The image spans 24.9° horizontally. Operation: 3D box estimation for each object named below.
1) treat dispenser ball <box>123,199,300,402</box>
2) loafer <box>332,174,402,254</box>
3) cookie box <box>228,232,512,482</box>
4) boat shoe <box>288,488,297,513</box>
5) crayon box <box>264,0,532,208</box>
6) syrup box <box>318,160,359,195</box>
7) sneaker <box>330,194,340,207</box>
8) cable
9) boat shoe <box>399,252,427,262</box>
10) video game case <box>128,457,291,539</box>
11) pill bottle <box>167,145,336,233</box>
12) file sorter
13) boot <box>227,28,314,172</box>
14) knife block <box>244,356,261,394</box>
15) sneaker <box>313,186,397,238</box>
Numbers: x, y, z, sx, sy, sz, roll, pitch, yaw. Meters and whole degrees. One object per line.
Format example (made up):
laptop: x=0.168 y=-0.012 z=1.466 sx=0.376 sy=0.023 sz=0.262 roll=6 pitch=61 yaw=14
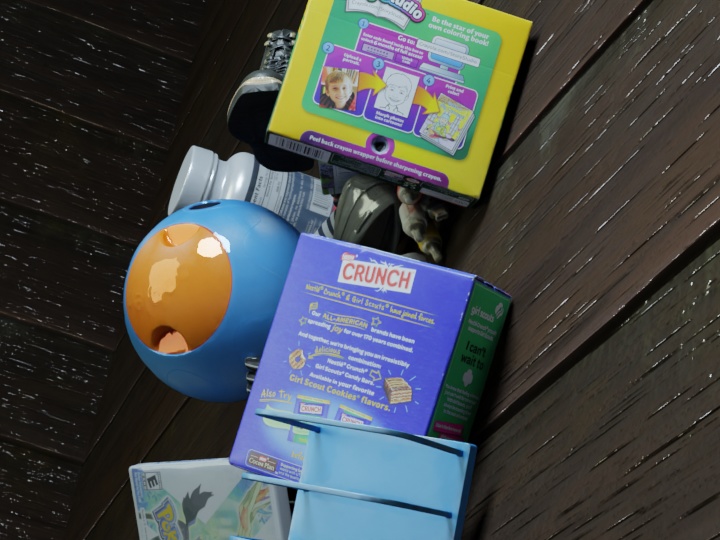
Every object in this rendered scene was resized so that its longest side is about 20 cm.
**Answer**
treat dispenser ball: x=-0.134 y=0.030 z=1.611 sx=0.201 sy=0.201 sz=0.201 roll=-161 pitch=90 yaw=-76
loafer: x=0.000 y=0.000 z=1.644 sx=0.070 sy=0.070 sz=0.200 roll=45 pitch=135 yaw=47
cookie box: x=0.008 y=0.088 z=1.308 sx=0.171 sy=0.075 sz=0.200 roll=15 pitch=85 yaw=31
boat shoe: x=-0.075 y=0.214 z=1.643 sx=0.200 sy=0.075 sz=0.062 roll=-51 pitch=-6 yaw=35
crayon box: x=0.034 y=-0.170 z=1.472 sx=0.058 sy=0.200 sz=0.173 roll=126 pitch=162 yaw=-80
syrup box: x=-0.006 y=-0.143 z=1.601 sx=0.200 sy=0.081 sz=0.079 roll=84 pitch=180 yaw=-75
sneaker: x=0.015 y=-0.160 z=1.791 sx=0.075 sy=0.081 sz=0.200 roll=-91 pitch=24 yaw=-59
cable: x=0.045 y=-0.085 z=1.580 sx=0.200 sy=0.050 sz=0.097 roll=-118 pitch=3 yaw=-66
boat shoe: x=0.009 y=0.074 z=1.535 sx=0.200 sy=0.072 sz=0.066 roll=-50 pitch=54 yaw=17
video game case: x=-0.133 y=0.276 z=1.524 sx=0.182 sy=0.022 sz=0.200 roll=-8 pitch=90 yaw=36
pill bottle: x=-0.122 y=-0.074 z=1.949 sx=0.120 sy=0.200 sz=0.120 roll=-161 pitch=90 yaw=-77
file sorter: x=-0.019 y=0.208 z=1.177 sx=0.139 sy=0.123 sz=0.200 roll=6 pitch=81 yaw=30
boot: x=-0.086 y=-0.192 z=1.597 sx=0.200 sy=0.077 sz=0.138 roll=83 pitch=-172 yaw=-74
knife block: x=-0.028 y=0.104 z=1.458 sx=0.176 sy=0.064 sz=0.200 roll=56 pitch=136 yaw=27
sneaker: x=-0.013 y=-0.055 z=1.774 sx=0.200 sy=0.070 sz=0.109 roll=-36 pitch=42 yaw=55
